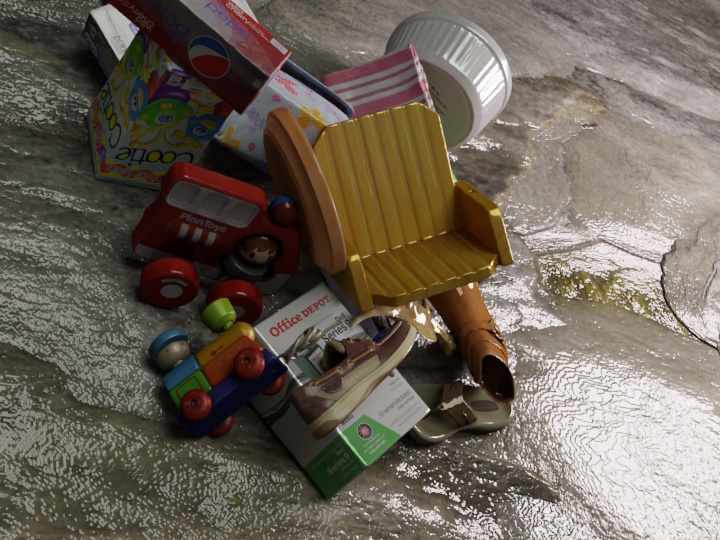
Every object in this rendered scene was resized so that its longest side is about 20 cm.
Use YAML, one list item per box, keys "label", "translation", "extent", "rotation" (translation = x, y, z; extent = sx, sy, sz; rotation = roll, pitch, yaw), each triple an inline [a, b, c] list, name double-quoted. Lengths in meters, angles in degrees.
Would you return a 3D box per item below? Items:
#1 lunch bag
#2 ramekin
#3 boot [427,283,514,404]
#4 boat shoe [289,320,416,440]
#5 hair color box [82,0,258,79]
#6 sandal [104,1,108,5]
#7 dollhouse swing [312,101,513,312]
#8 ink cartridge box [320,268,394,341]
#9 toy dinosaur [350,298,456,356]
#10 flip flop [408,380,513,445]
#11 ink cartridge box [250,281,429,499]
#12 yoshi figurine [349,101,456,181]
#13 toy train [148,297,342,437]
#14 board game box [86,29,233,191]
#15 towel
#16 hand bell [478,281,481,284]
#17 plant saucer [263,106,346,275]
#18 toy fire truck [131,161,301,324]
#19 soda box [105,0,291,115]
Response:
- label: "lunch bag"
  translation: [-0.098, -0.198, 1.586]
  extent: [0.169, 0.128, 0.200]
  rotation: [32, 13, -16]
- label: "ramekin"
  translation: [0.112, -0.269, 1.789]
  extent: [0.202, 0.202, 0.095]
  rotation: [39, 53, -7]
- label: "boot"
  translation: [0.135, 0.064, 1.550]
  extent: [0.200, 0.073, 0.155]
  rotation: [49, 15, -29]
- label: "boat shoe"
  translation: [-0.009, 0.101, 1.333]
  extent: [0.072, 0.072, 0.200]
  rotation: [46, 47, 1]
- label: "hair color box"
  translation: [-0.236, -0.300, 1.544]
  extent: [0.199, 0.065, 0.110]
  rotation: [-29, 85, -30]
- label: "sandal"
  translation: [-0.284, -0.327, 1.596]
  extent: [0.079, 0.057, 0.203]
  rotation: [5, 56, -32]
- label: "dollhouse swing"
  translation: [0.054, -0.085, 1.460]
  extent: [0.198, 0.178, 0.182]
  rotation: [-16, 25, -14]
- label: "ink cartridge box"
  translation: [0.000, 0.000, 1.575]
  extent: [0.093, 0.044, 0.201]
  rotation: [-6, 61, -45]
- label: "toy dinosaur"
  translation: [0.053, 0.047, 1.480]
  extent: [0.199, 0.058, 0.102]
  rotation: [22, 28, -46]
- label: "flip flop"
  translation: [0.123, 0.169, 1.526]
  extent: [0.198, 0.058, 0.082]
  rotation: [3, 55, -39]
- label: "ink cartridge box"
  translation: [-0.040, 0.133, 1.397]
  extent: [0.200, 0.084, 0.146]
  rotation: [49, 40, 6]
- label: "yoshi figurine"
  translation: [0.050, -0.155, 1.732]
  extent: [0.200, 0.112, 0.112]
  rotation: [45, -3, 22]
- label: "toy train"
  translation: [-0.126, 0.075, 1.306]
  extent: [0.116, 0.199, 0.085]
  rotation: [52, 0, 24]
- label: "board game box"
  translation: [-0.229, -0.196, 1.423]
  extent: [0.102, 0.200, 0.106]
  rotation: [8, 52, -35]
- label: "towel"
  translation: [0.032, -0.197, 1.676]
  extent: [0.030, 0.145, 0.202]
  rotation: [33, 40, -70]
- label: "hand bell"
  translation: [0.077, -0.047, 1.618]
  extent: [0.198, 0.104, 0.105]
  rotation: [15, 48, -38]
- label: "plant saucer"
  translation: [-0.069, -0.089, 1.414]
  extent: [0.032, 0.201, 0.202]
  rotation: [-21, 67, -11]
- label: "toy fire truck"
  translation: [-0.153, -0.036, 1.378]
  extent: [0.198, 0.168, 0.113]
  rotation: [18, 46, -28]
- label: "soda box"
  translation: [-0.176, -0.265, 1.315]
  extent: [0.200, 0.070, 0.064]
  rotation: [41, 42, -7]
